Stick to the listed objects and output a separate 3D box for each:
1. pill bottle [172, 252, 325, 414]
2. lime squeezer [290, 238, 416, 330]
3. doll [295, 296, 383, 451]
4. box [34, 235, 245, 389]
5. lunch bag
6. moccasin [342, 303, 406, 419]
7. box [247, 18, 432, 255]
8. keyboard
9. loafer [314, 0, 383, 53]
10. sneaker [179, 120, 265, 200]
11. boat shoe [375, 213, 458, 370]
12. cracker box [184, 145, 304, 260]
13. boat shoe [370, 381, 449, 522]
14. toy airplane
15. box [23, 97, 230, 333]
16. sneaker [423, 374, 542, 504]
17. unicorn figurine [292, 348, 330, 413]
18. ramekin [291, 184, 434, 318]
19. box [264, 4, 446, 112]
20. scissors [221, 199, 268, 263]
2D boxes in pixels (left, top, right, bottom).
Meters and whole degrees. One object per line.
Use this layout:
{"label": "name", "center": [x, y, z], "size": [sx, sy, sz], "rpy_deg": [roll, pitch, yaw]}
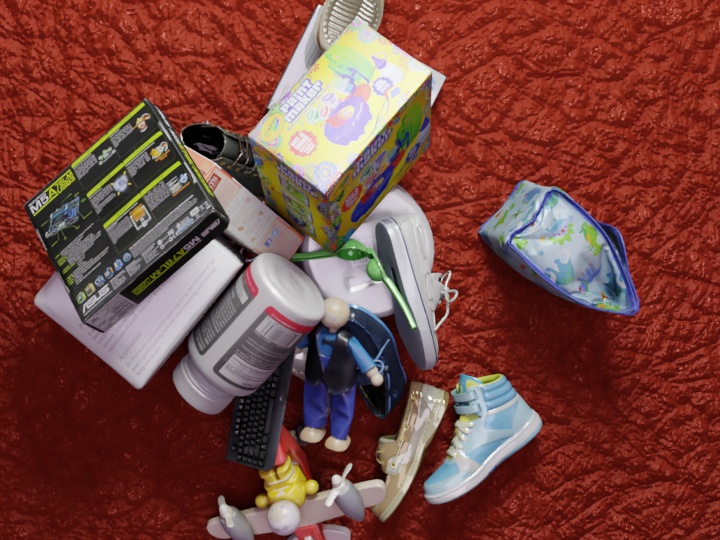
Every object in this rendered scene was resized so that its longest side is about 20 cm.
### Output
{"label": "pill bottle", "center": [-0.144, 0.084, 1.419], "size": [0.110, 0.111, 0.200], "rpy_deg": [40, 111, -10]}
{"label": "lime squeezer", "center": [0.000, 0.000, 1.453], "size": [0.199, 0.038, 0.071], "rpy_deg": [28, 53, 14]}
{"label": "doll", "center": [-0.033, 0.128, 1.461], "size": [0.135, 0.048, 0.202], "rpy_deg": [14, 113, 27]}
{"label": "box", "center": [-0.270, 0.010, 1.443], "size": [0.171, 0.200, 0.200], "rpy_deg": [39, 89, -6]}
{"label": "lunch bag", "center": [0.278, -0.021, 1.544], "size": [0.200, 0.170, 0.128], "rpy_deg": [43, 92, -9]}
{"label": "moccasin", "center": [0.015, 0.125, 1.518], "size": [0.201, 0.080, 0.069], "rpy_deg": [58, 44, -41]}
{"label": "box", "center": [-0.020, -0.159, 1.399], "size": [0.122, 0.193, 0.200], "rpy_deg": [37, 76, 15]}
{"label": "keyboard", "center": [-0.150, 0.150, 1.494], "size": [0.126, 0.021, 0.202], "rpy_deg": [12, 94, 27]}
{"label": "loafer", "center": [-0.009, -0.339, 1.484], "size": [0.075, 0.068, 0.201], "rpy_deg": [28, 56, -8]}
{"label": "sneaker", "center": [-0.141, -0.140, 1.489], "size": [0.197, 0.106, 0.076], "rpy_deg": [8, 82, -4]}
{"label": "boat shoe", "center": [0.084, 0.022, 1.476], "size": [0.085, 0.074, 0.204], "rpy_deg": [-19, 97, -20]}
{"label": "cracker box", "center": [-0.175, -0.086, 1.417], "size": [0.058, 0.133, 0.200], "rpy_deg": [-56, 141, -4]}
{"label": "boat shoe", "center": [0.055, 0.248, 1.591], "size": [0.066, 0.074, 0.202], "rpy_deg": [25, 88, 1]}
{"label": "toy airplane", "center": [-0.090, 0.320, 1.534], "size": [0.198, 0.141, 0.201], "rpy_deg": [29, 108, 0]}
{"label": "box", "center": [-0.269, -0.064, 1.303], "size": [0.200, 0.047, 0.194], "rpy_deg": [-40, 57, 7]}
{"label": "sneaker", "center": [0.143, 0.222, 1.594], "size": [0.199, 0.079, 0.131], "rpy_deg": [-37, 102, -13]}
{"label": "unicorn figurine", "center": [-0.080, 0.116, 1.544], "size": [0.199, 0.074, 0.138], "rpy_deg": [26, 128, 16]}
{"label": "ramekin", "center": [0.005, -0.029, 1.539], "size": [0.198, 0.098, 0.203], "rpy_deg": [-1, 95, -9]}
{"label": "box", "center": [-0.007, -0.238, 1.545], "size": [0.199, 0.041, 0.157], "rpy_deg": [28, 89, -11]}
{"label": "scissors", "center": [-0.126, -0.107, 1.555], "size": [0.073, 0.014, 0.201], "rpy_deg": [29, 88, -2]}
